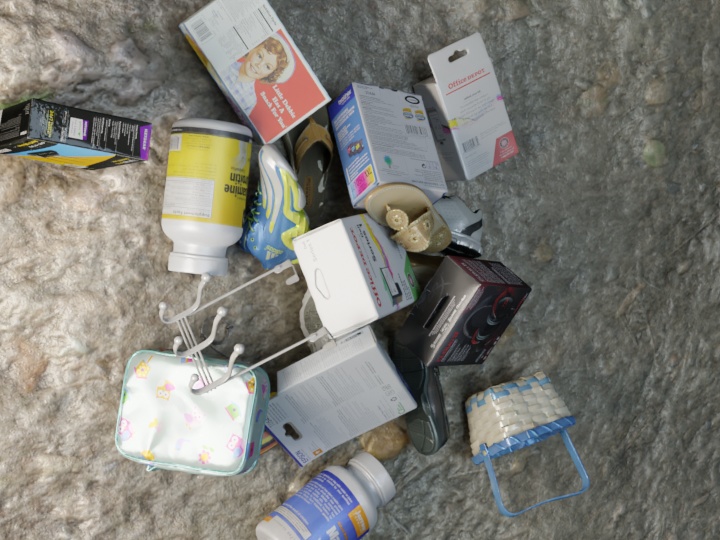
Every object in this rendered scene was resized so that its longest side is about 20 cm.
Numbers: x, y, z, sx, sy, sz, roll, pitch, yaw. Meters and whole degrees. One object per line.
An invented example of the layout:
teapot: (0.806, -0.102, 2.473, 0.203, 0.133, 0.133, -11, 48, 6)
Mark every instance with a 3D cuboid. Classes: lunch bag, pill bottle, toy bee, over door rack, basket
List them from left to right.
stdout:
lunch bag: (-0.224, 0.191, 1.543, 0.077, 0.197, 0.163, 15, 83, -75)
pill bottle: (-0.209, -0.097, 1.570, 0.111, 0.112, 0.204, 6, 90, -31)
over door rack: (-0.150, 0.062, 1.507, 0.197, 0.148, 0.067, -19, 138, -14)
toy bee: (-0.161, 0.176, 1.620, 0.131, 0.108, 0.201, -48, 115, -18)
pill bottle: (-0.046, 0.357, 1.699, 0.199, 0.112, 0.113, -36, 110, -24)
basket: (0.265, 0.276, 1.858, 0.174, 0.139, 0.202, -9, 67, -30)

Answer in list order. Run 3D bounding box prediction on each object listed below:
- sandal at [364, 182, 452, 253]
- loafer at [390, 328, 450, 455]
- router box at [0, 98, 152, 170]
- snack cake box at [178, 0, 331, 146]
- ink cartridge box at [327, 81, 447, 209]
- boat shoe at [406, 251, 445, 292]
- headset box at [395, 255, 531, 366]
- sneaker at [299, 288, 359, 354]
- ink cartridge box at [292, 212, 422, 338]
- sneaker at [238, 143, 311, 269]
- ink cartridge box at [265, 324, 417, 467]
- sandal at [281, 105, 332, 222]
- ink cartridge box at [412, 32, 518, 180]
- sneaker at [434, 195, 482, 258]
sandal: (0.086, -0.056, 1.662, 0.077, 0.070, 0.211, -37, 148, 14)
loafer: (0.096, 0.182, 1.809, 0.063, 0.071, 0.203, -20, 102, -50)
router box: (-0.359, -0.163, 1.421, 0.147, 0.199, 0.052, 8, 87, -31)
snack cake box: (-0.145, -0.285, 1.599, 0.114, 0.067, 0.201, -36, 105, -9)
ink cartridge box: (0.036, -0.190, 1.699, 0.135, 0.076, 0.203, 5, 63, -38)
boat shoe: (0.120, 0.020, 1.811, 0.198, 0.074, 0.070, 11, 108, -39)
headset box: (0.150, 0.062, 1.730, 0.199, 0.075, 0.150, 6, 120, -58)
sneaker: (-0.031, 0.098, 1.723, 0.098, 0.077, 0.203, -12, 108, -37)
ink cartridge box: (0.000, 0.000, 1.645, 0.147, 0.083, 0.200, 68, 22, 1)
sneaker: (-0.127, -0.076, 1.618, 0.104, 0.076, 0.202, -27, 130, -11)
ink cartridge box: (-0.038, 0.180, 1.641, 0.198, 0.041, 0.200, -27, 142, 3)
sandal: (-0.072, -0.169, 1.683, 0.079, 0.054, 0.204, -3, 95, -31)
ink cartridge box: (0.159, -0.255, 1.813, 0.116, 0.067, 0.203, -28, 109, -27)
sneaker: (0.112, -0.084, 1.802, 0.198, 0.073, 0.081, 23, 70, -36)
